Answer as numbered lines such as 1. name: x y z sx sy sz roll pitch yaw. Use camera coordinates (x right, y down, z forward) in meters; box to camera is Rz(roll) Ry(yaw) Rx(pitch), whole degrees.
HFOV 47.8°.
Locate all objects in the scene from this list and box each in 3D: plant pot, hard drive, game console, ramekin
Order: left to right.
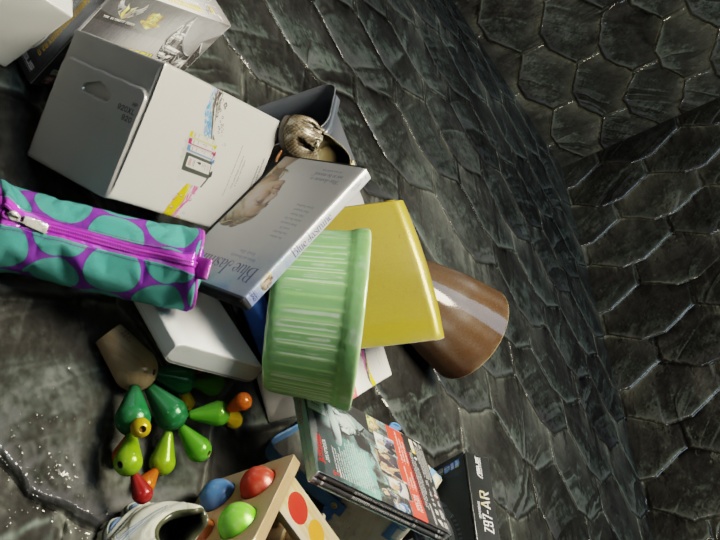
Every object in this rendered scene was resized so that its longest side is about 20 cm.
1. hard drive: -0.197 0.031 0.877 0.132 0.026 0.200 27 20 -53
2. game console: -0.102 0.012 1.014 0.116 0.176 0.200 36 3 2
3. ramekin: -0.048 0.048 0.890 0.200 0.097 0.201 -173 -90 -88
4. plant pot: 0.000 0.000 1.084 0.200 0.199 0.177 -47 131 -84
5. plant pot: 0.128 0.065 1.450 0.200 0.187 0.187 34 37 -25

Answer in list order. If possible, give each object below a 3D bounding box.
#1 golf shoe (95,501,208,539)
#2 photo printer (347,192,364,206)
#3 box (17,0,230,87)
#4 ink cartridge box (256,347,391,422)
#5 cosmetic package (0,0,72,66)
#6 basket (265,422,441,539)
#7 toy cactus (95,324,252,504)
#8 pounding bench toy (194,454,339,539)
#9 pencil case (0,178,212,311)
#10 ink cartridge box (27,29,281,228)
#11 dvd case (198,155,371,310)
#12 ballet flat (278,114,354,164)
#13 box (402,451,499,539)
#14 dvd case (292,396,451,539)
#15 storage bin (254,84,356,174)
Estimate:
1. golf shoe: -0.201 0.264 0.688 0.078 0.097 0.200 60 27 -18
2. photo printer: -0.080 -0.175 1.335 0.201 0.069 0.166 67 25 0
3. box: -0.267 -0.267 0.934 0.048 0.158 0.200 59 23 10
4. ink cartridge box: -0.036 0.136 1.095 0.200 0.116 0.068 -17 90 -65
5. cosmetic package: -0.389 -0.293 0.776 0.200 0.113 0.081 28 45 -56
6. basket: -0.010 0.261 1.043 0.200 0.139 0.176 42 24 13
7. toy cactus: -0.203 0.127 0.825 0.165 0.102 0.200 53 35 -5
8. pounding bench toy: -0.112 0.304 0.795 0.156 0.124 0.200 58 26 -17
9. pencil case: -0.245 -0.020 0.758 0.199 0.092 0.085 13 76 -21
10. ink cartridge box: -0.218 -0.143 0.883 0.200 0.147 0.145 17 97 -59
11. dvd case: -0.098 -0.048 0.856 0.200 0.142 0.018 -49 130 -24
12. ballet flat: -0.042 -0.140 1.001 0.200 0.046 0.068 36 63 -67
13. box: 0.099 0.354 1.082 0.043 0.200 0.161 22 47 -29
14. dvd case: 0.011 0.217 0.930 0.200 0.022 0.146 34 21 -30
15. storage bin: -0.102 -0.147 1.138 0.146 0.199 0.135 -83 151 -48
